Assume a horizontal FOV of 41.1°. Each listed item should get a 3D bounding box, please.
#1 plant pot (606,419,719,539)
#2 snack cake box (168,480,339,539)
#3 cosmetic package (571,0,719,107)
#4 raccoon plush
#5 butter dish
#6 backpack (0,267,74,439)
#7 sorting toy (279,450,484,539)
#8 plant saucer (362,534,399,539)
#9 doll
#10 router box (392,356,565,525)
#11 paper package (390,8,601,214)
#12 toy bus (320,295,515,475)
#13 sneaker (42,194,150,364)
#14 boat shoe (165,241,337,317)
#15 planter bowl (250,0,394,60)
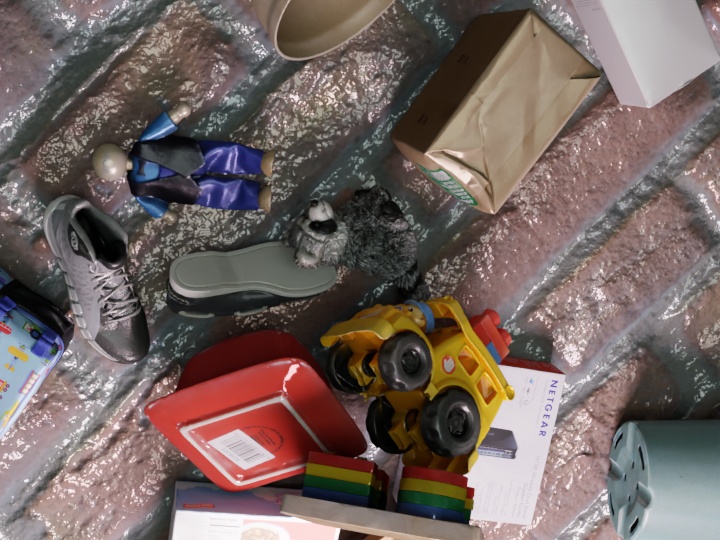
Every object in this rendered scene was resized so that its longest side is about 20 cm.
[{"bbox_3d":[0.424,0.271,1.201,0.192,0.200,0.204,5,101,-5],"label":"plant pot"},{"bbox_3d":[-0.130,0.323,1.145,0.196,0.067,0.117,7,106,-13],"label":"snack cake box"},{"bbox_3d":[0.316,-0.303,1.105,0.107,0.085,0.202,-30,107,-3],"label":"cosmetic package"},{"bbox_3d":[0.000,0.000,1.089,0.133,0.097,0.202,-31,105,-10],"label":"raccoon plush"},{"bbox_3d":[-0.113,0.134,1.080,0.196,0.150,0.201,-19,135,15],"label":"butter dish"},{"bbox_3d":[-0.427,0.073,1.003,0.199,0.135,0.183,40,91,-14],"label":"backpack"},{"bbox_3d":[0.035,0.243,1.010,0.195,0.200,0.071,7,73,11],"label":"sorting toy"},{"bbox_3d":[0.053,0.397,1.192,0.197,0.032,0.204,-11,119,-20],"label":"plant saucer"},{"bbox_3d":[-0.194,-0.115,1.055,0.196,0.049,0.139,4,110,-6],"label":"doll"},{"bbox_3d":[0.146,0.205,1.193,0.176,0.049,0.204,9,100,-13],"label":"router box"},{"bbox_3d":[0.135,-0.175,1.035,0.103,0.200,0.192,36,94,-16],"label":"paper package"},{"bbox_3d":[0.081,0.097,1.069,0.192,0.135,0.201,-45,108,-29],"label":"toy bus"},{"bbox_3d":[-0.270,0.014,1.024,0.075,0.115,0.203,-33,108,-30],"label":"sneaker"},{"bbox_3d":[-0.124,0.017,1.091,0.197,0.075,0.061,-7,145,-27],"label":"boat shoe"},{"bbox_3d":[-0.043,-0.336,0.982,0.199,0.200,0.136,-36,79,-3],"label":"planter bowl"}]
